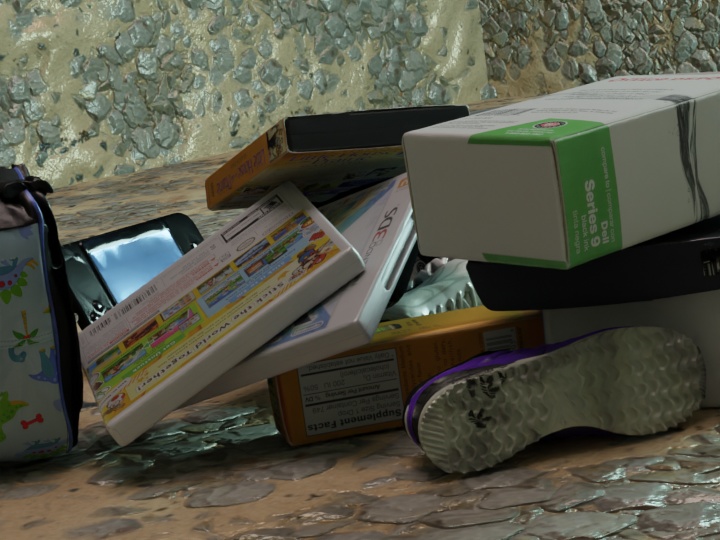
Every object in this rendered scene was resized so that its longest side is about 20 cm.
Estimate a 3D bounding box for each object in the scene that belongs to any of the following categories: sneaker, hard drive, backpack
[{"bbox_3d":[0.054,0.037,1.526,0.199,0.075,0.081,-19,19,-16],"label":"sneaker"},{"bbox_3d":[0.176,-0.013,1.257,0.199,0.043,0.135,-7,12,11],"label":"hard drive"},{"bbox_3d":[-0.279,0.039,1.349,0.146,0.201,0.183,-12,11,-14],"label":"backpack"},{"bbox_3d":[0.117,0.073,1.214,0.199,0.070,0.099,-10,7,-16],"label":"sneaker"}]

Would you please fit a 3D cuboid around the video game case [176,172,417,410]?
[{"bbox_3d":[-0.050,0.014,1.323,0.199,0.022,0.183,-21,27,33],"label":"video game case"}]

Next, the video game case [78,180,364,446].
[{"bbox_3d":[-0.103,0.025,1.321,0.200,0.023,0.182,-36,23,-3],"label":"video game case"}]

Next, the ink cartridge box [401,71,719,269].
[{"bbox_3d":[0.151,-0.068,1.223,0.199,0.084,0.146,-18,14,-35],"label":"ink cartridge box"}]

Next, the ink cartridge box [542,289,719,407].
[{"bbox_3d":[0.223,0.031,1.333,0.145,0.085,0.200,-5,11,21],"label":"ink cartridge box"}]

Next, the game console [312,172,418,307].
[{"bbox_3d":[0.000,0.000,1.458,0.199,0.116,0.176,-15,43,38],"label":"game console"}]

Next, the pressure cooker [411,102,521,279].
[{"bbox_3d":[0.104,-0.059,1.716,0.199,0.180,0.175,-15,14,-43],"label":"pressure cooker"}]

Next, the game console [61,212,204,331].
[{"bbox_3d":[-0.144,0.016,1.679,0.116,0.176,0.200,-36,-9,33],"label":"game console"}]

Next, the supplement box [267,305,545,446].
[{"bbox_3d":[0.036,0.069,1.324,0.199,0.069,0.067,-7,8,-9],"label":"supplement box"}]

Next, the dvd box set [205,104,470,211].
[{"bbox_3d":[-0.021,-0.083,1.432,0.146,0.030,0.200,-6,-8,-21],"label":"dvd box set"}]
